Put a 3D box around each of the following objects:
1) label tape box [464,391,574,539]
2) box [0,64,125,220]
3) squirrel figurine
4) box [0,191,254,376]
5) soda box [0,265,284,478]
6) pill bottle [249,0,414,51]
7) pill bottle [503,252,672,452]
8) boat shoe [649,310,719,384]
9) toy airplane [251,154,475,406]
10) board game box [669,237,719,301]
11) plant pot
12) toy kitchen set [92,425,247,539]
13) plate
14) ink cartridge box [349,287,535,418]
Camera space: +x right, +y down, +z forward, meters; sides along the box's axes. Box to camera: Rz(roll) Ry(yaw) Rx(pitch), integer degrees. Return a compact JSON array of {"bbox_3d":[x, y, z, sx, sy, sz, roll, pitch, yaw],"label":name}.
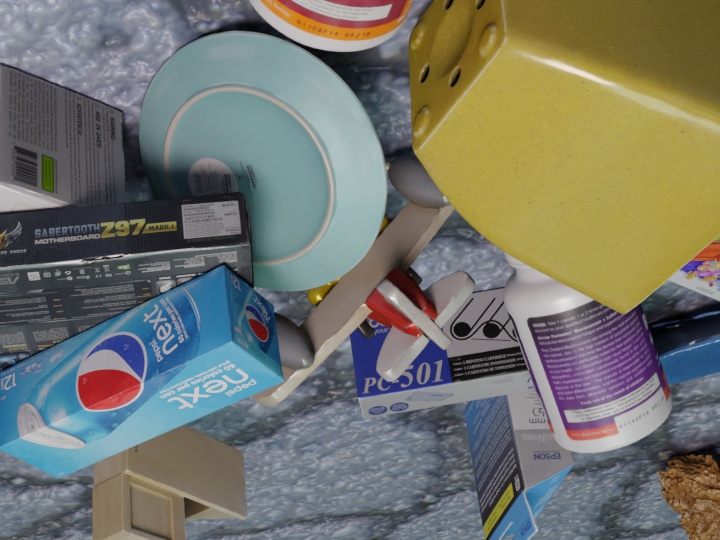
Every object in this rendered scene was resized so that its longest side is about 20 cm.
[{"bbox_3d":[0.166,0.200,1.325,0.065,0.201,0.144,0,146,-13],"label":"label tape box"},{"bbox_3d":[-0.268,-0.037,0.952,0.101,0.113,0.200,19,136,-35],"label":"box"},{"bbox_3d":[0.468,0.266,1.555,0.198,0.142,0.187,-17,139,9],"label":"squirrel figurine"},{"bbox_3d":[-0.174,0.019,0.911,0.198,0.051,0.158,-6,144,-6],"label":"box"},{"bbox_3d":[-0.156,0.074,0.892,0.199,0.065,0.068,-25,143,19],"label":"soda box"},{"bbox_3d":[0.003,-0.230,0.723,0.112,0.114,0.200,3,146,-17],"label":"pill bottle"},{"bbox_3d":[0.189,0.045,1.106,0.111,0.112,0.201,-18,106,14],"label":"pill bottle"},{"bbox_3d":[0.376,0.052,1.276,0.198,0.069,0.085,-10,134,11],"label":"boat shoe"},{"bbox_3d":[0.000,0.000,1.003,0.141,0.201,0.199,43,133,-16],"label":"toy airplane"},{"bbox_3d":[0.334,-0.037,1.148,0.199,0.045,0.134,18,138,-34],"label":"board game box"},{"bbox_3d":[0.142,-0.121,0.857,0.199,0.197,0.194,16,140,-23],"label":"plant pot"},{"bbox_3d":[-0.230,0.205,1.243,0.180,0.201,0.163,-28,141,27],"label":"toy kitchen set"},{"bbox_3d":[-0.077,-0.070,0.917,0.198,0.026,0.202,11,121,19],"label":"plate"},{"bbox_3d":[0.092,0.075,1.217,0.198,0.095,0.044,-9,147,2],"label":"ink cartridge box"}]
